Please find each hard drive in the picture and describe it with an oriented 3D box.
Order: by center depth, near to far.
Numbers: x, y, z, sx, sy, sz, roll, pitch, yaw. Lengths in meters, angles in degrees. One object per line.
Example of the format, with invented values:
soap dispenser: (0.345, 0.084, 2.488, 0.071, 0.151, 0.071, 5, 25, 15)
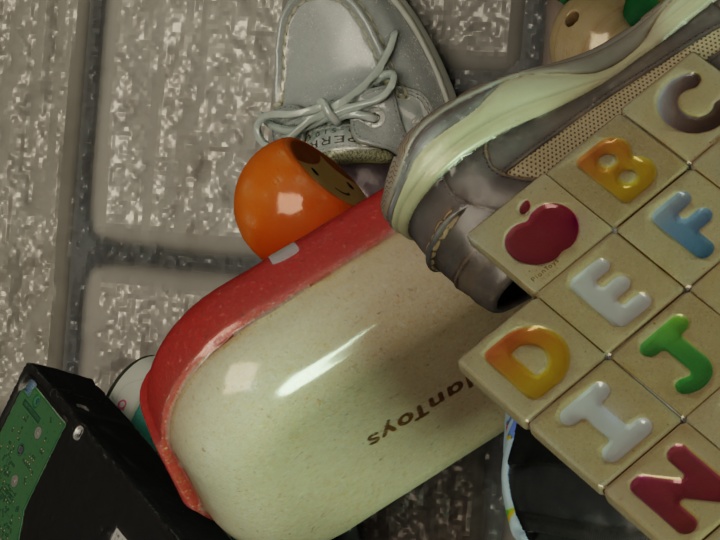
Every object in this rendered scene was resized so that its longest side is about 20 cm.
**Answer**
hard drive: (-0.103, 0.141, 1.053, 0.200, 0.038, 0.140, 41, 108, 50)

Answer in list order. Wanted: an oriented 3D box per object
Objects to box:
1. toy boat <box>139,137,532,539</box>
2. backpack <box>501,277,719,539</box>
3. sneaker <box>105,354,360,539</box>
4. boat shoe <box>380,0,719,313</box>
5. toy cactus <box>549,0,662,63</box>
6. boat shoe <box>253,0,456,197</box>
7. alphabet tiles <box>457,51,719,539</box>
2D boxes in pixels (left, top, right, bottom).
toy boat: (0.000, 0.000, 1.023, 0.200, 0.131, 0.131, -31, 57, -9)
backpack: (0.141, 0.070, 0.869, 0.199, 0.154, 0.164, 13, 75, 8)
sneaker: (-0.057, 0.143, 1.117, 0.121, 0.084, 0.201, 12, 93, 33)
boat shoe: (0.105, -0.044, 0.932, 0.200, 0.075, 0.073, -27, 69, -11)
toy cactus: (0.086, -0.117, 1.038, 0.200, 0.102, 0.165, 16, 120, 45)
boat shoe: (0.000, -0.021, 1.100, 0.074, 0.065, 0.203, -6, 87, 24)
alphabet tiles: (0.132, 0.014, 0.831, 0.166, 0.006, 0.200, -39, 55, -14)
